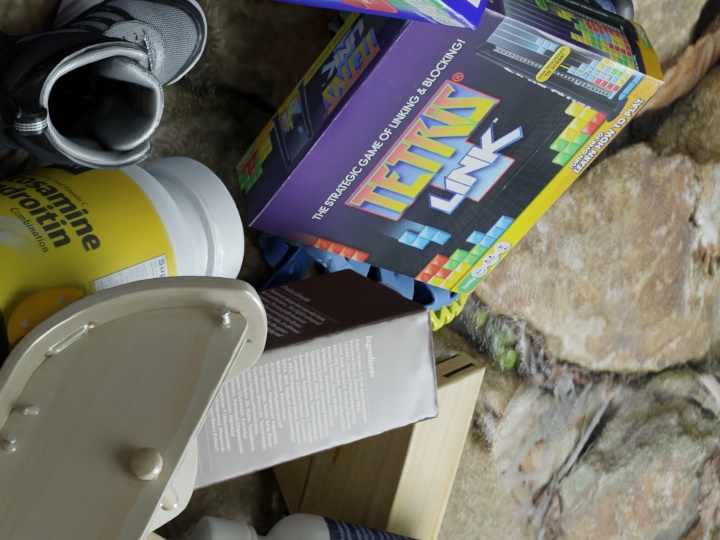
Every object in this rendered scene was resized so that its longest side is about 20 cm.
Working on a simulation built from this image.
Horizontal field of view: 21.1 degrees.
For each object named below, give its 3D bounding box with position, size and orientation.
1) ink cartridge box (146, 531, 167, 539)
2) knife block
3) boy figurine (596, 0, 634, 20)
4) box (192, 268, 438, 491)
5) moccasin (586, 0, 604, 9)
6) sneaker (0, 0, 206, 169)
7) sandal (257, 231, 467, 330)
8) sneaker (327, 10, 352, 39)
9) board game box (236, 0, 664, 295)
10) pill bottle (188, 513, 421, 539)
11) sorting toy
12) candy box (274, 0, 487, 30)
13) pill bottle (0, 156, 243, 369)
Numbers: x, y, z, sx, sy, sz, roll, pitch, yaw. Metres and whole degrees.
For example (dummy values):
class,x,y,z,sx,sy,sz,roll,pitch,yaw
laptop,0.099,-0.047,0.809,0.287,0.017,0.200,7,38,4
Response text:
class,x,y,z,sx,sy,sz,roll,pitch,yaw
ink cartridge box,-0.199,0.184,1.030,0.200,0.075,0.165,44,69,-50
knife block,0.016,0.160,1.219,0.064,0.200,0.176,-21,88,-47
boy figurine,0.115,-0.145,1.319,0.200,0.064,0.124,-16,104,-46
box,-0.067,0.062,1.082,0.200,0.100,0.075,-16,110,-24
moccasin,0.083,-0.213,1.213,0.200,0.068,0.081,39,51,-27
sneaker,-0.128,-0.098,0.992,0.200,0.114,0.076,-24,120,-45
sandal,0.000,0.000,1.221,0.200,0.079,0.087,-15,109,-50
sneaker,0.015,-0.189,1.138,0.074,0.118,0.200,-33,138,-20
board game box,0.049,-0.084,1.121,0.165,0.057,0.200,16,131,-31
pill bottle,-0.006,0.206,1.135,0.200,0.111,0.111,15,90,-15
sorting toy,-0.124,0.119,0.924,0.180,0.107,0.200,83,28,-56
candy box,-0.050,-0.198,0.985,0.169,0.200,0.077,27,82,-49
pill bottle,-0.157,0.003,0.992,0.200,0.112,0.112,-24,120,-46
